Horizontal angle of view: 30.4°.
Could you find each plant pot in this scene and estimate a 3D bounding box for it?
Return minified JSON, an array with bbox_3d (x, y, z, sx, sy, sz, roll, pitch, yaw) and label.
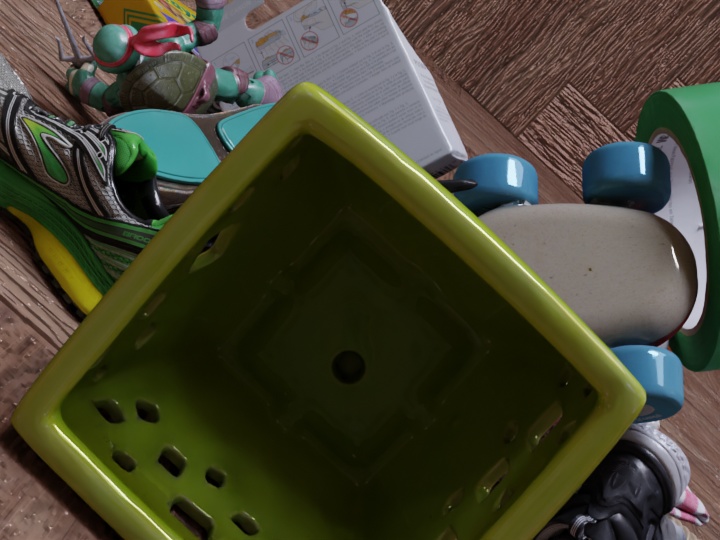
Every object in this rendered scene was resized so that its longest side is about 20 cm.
[{"bbox_3d":[-0.010,0.048,0.628,0.199,0.200,0.181,43,7,-1],"label":"plant pot"}]

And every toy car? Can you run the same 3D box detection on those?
[{"bbox_3d":[0.153,0.039,0.956,0.200,0.176,0.185,61,28,-61],"label":"toy car"}]

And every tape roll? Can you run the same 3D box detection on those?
[{"bbox_3d":[0.243,-0.030,0.936,0.200,0.048,0.201,172,-90,-87],"label":"tape roll"}]

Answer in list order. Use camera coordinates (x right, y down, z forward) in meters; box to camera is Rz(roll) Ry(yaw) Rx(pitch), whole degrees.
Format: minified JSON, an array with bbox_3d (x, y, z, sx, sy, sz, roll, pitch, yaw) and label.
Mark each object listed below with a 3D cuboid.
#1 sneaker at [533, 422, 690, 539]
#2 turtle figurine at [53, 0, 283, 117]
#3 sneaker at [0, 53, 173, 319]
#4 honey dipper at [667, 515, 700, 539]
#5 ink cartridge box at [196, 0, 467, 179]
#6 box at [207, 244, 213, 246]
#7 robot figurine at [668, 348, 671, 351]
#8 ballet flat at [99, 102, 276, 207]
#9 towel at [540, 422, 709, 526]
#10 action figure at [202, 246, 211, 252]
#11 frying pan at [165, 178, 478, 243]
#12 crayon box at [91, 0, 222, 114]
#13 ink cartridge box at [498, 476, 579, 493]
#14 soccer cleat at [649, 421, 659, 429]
[{"bbox_3d":[0.172,0.196,0.936,0.075,0.114,0.200,33,-28,30],"label":"sneaker"},{"bbox_3d":[-0.141,-0.143,0.938,0.200,0.149,0.101,37,34,-56],"label":"turtle figurine"},{"bbox_3d":[-0.158,-0.058,0.737,0.200,0.085,0.078,47,15,14],"label":"sneaker"},{"bbox_3d":[0.325,0.286,1.171,0.200,0.038,0.038,43,14,-17],"label":"honey dipper"},{"bbox_3d":[-0.028,-0.140,1.060,0.201,0.162,0.057,67,17,15],"label":"ink cartridge box"},{"bbox_3d":[0.000,0.000,0.975,0.136,0.038,0.200,20,2,31],"label":"box"},{"bbox_3d":[0.216,0.030,1.120,0.117,0.144,0.200,48,3,22],"label":"robot figurine"},{"bbox_3d":[-0.114,-0.071,0.903,0.200,0.067,0.068,-11,66,-51],"label":"ballet flat"},{"bbox_3d":[0.190,0.120,1.058,0.200,0.030,0.147,30,20,-32],"label":"towel"},{"bbox_3d":[-0.020,0.038,0.801,0.200,0.102,0.119,49,0,19],"label":"action figure"},{"bbox_3d":[-0.031,-0.036,0.852,0.189,0.031,0.115,-2,-2,-17],"label":"frying pan"},{"bbox_3d":[-0.155,-0.188,1.180,0.126,0.052,0.200,28,21,-47],"label":"crayon box"},{"bbox_3d":[0.078,0.103,1.022,0.200,0.050,0.161,16,29,-37],"label":"ink cartridge box"},{"bbox_3d":[0.184,0.100,1.211,0.200,0.085,0.069,47,15,12],"label":"soccer cleat"}]
